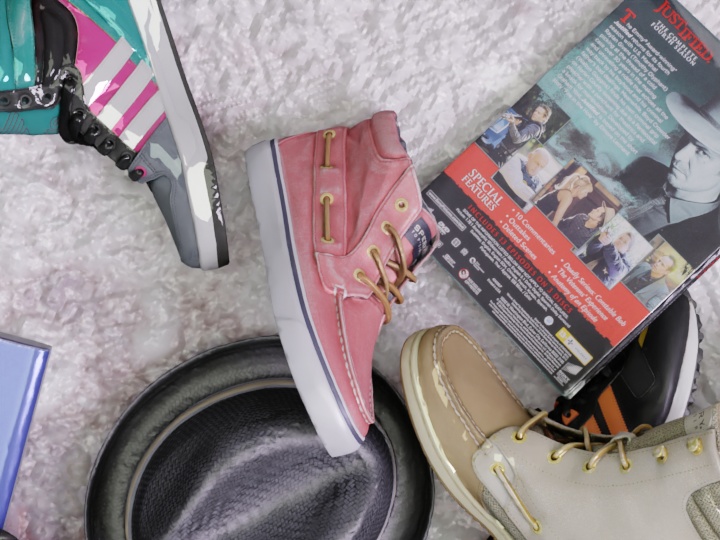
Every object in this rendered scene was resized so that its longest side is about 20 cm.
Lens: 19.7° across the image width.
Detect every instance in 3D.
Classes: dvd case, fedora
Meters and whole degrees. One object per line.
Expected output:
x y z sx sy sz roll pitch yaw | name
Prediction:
0.139 -0.047 1.154 0.200 0.022 0.146 -44 73 2 | dvd case
-0.054 0.129 1.138 0.200 0.092 0.201 0 86 -5 | fedora

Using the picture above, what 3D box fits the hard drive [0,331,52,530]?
-0.264 0.123 1.175 0.132 0.025 0.200 15 94 -3 | hard drive

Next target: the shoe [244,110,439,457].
0.000 0.000 1.110 0.091 0.071 0.200 -18 54 5 | shoe

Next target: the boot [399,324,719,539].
0.123 0.093 1.072 0.155 0.072 0.200 -31 92 37 | boot

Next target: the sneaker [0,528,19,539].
-0.227 0.199 1.134 0.200 0.076 0.116 0 90 -38 | sneaker

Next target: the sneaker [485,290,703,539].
0.123 0.094 1.163 0.090 0.070 0.200 19 95 -6 | sneaker

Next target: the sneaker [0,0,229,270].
-0.151 -0.082 1.133 0.121 0.084 0.200 -19 87 -5 | sneaker
